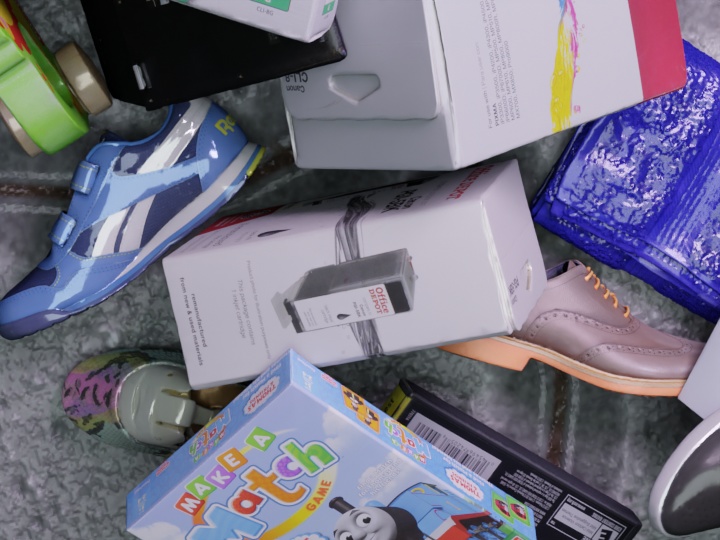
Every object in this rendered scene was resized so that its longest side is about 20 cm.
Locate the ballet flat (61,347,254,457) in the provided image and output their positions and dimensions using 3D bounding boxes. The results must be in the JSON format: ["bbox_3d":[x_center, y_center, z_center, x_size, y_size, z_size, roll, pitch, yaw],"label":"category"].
[{"bbox_3d":[-0.089,0.094,1.532,0.198,0.071,0.070,14,93,-7],"label":"ballet flat"}]

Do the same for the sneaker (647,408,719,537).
[{"bbox_3d":[0.273,0.117,1.457,0.199,0.099,0.071,-25,121,-11],"label":"sneaker"}]

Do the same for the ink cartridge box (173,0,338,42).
[{"bbox_3d":[-0.073,-0.241,1.307,0.160,0.050,0.202,19,113,12],"label":"ink cartridge box"}]

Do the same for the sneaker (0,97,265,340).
[{"bbox_3d":[-0.155,-0.036,1.505,0.200,0.074,0.082,-40,99,-4],"label":"sneaker"}]

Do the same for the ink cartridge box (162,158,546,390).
[{"bbox_3d":[0.000,0.000,1.459,0.198,0.147,0.084,-11,99,14],"label":"ink cartridge box"}]

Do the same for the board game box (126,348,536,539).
[{"bbox_3d":[-0.017,0.149,1.456,0.199,0.037,0.151,35,119,-26],"label":"board game box"}]

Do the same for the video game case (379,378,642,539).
[{"bbox_3d":[0.053,0.187,1.553,0.199,0.026,0.181,30,101,-26],"label":"video game case"}]

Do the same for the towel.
[{"bbox_3d":[0.225,-0.047,1.543,0.199,0.050,0.148,30,98,-9],"label":"towel"}]

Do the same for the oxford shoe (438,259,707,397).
[{"bbox_3d":[0.148,0.034,1.543,0.198,0.071,0.074,12,94,-7],"label":"oxford shoe"}]

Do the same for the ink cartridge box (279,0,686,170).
[{"bbox_3d":[0.064,-0.150,1.418,0.199,0.145,0.146,-22,106,-39],"label":"ink cartridge box"}]

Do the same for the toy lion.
[{"bbox_3d":[-0.223,-0.155,1.413,0.068,0.192,0.201,-32,102,2],"label":"toy lion"}]

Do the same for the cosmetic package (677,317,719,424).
[{"bbox_3d":[0.317,0.054,1.536,0.199,0.052,0.152,23,98,-30],"label":"cosmetic package"}]

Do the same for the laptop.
[{"bbox_3d":[-0.108,-0.200,1.419,0.198,0.116,0.189,-13,102,21],"label":"laptop"}]
